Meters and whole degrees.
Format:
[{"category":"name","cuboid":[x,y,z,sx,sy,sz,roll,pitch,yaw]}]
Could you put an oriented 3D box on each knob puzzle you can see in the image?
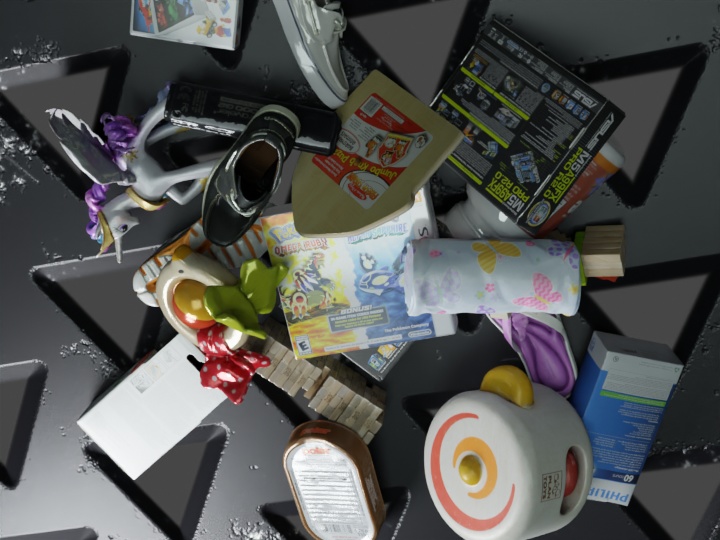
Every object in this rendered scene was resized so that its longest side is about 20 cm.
[{"category":"knob puzzle","cuboid":[0.003,-0.111,1.352,0.219,0.221,0.030,-29,139,16]}]

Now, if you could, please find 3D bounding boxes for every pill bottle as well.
[{"category":"pill bottle","cuboid":[0.194,-0.099,1.372,0.112,0.112,0.200,43,109,-8]}]

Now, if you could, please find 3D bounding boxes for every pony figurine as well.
[{"category":"pony figurine","cuboid":[-0.270,-0.131,1.415,0.199,0.167,0.194,-33,106,0]}]

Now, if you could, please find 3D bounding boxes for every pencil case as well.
[{"category":"pencil case","cuboid":[0.144,0.010,1.331,0.198,0.083,0.091,-1,134,-1]}]

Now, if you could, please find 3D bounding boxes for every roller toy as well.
[{"category":"roller toy","cuboid":[0.172,0.228,1.435,0.200,0.139,0.183,-49,58,38]}]

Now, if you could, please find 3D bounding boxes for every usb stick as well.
[{"category":"usb stick","cuboid":[-0.120,-0.171,1.361,0.199,0.033,0.056,11,70,-3]}]

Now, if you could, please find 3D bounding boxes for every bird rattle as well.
[{"category":"bird rattle","cuboid":[-0.166,0.049,1.413,0.163,0.113,0.200,36,145,7]}]

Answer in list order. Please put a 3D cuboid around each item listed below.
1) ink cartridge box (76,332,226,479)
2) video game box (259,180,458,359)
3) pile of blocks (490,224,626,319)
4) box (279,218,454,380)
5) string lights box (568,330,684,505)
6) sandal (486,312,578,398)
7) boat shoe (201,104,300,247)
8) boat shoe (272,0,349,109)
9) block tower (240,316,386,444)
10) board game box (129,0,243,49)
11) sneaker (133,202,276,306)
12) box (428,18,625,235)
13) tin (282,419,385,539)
[{"category":"ink cartridge box","cuboid":[-0.258,0.167,1.559,0.200,0.050,0.109,-40,99,17]},{"category":"video game box","cuboid":[0.000,0.000,1.405,0.199,0.047,0.183,-10,105,11]},{"category":"pile of blocks","cuboid":[0.223,0.005,1.425,0.199,0.082,0.062,-16,124,2]},{"category":"box","cuboid":[0.022,0.011,1.461,0.160,0.044,0.200,37,110,-6]},{"category":"string lights box","cuboid":[0.305,0.182,1.471,0.102,0.059,0.201,12,111,-13]},{"category":"sandal","cuboid":[0.208,0.073,1.462,0.082,0.050,0.203,-30,102,16]},{"category":"boat shoe","cuboid":[-0.132,-0.094,1.351,0.071,0.068,0.200,23,130,-14]},{"category":"boat shoe","cuboid":[-0.048,-0.284,1.366,0.065,0.072,0.201,-20,97,18]},{"category":"block tower","cuboid":[-0.057,0.135,1.518,0.199,0.058,0.054,33,110,-6]},{"category":"board game box","cuboid":[-0.192,-0.361,1.373,0.125,0.035,0.201,9,110,4]},{"category":"sneaker","cuboid":[-0.186,-0.032,1.468,0.199,0.077,0.079,-27,105,9]},{"category":"box","cuboid":[0.166,-0.159,1.312,0.044,0.200,0.161,23,107,-48]},{"category":"tin","cuboid":[-0.033,0.279,1.546,0.111,0.042,0.201,-5,122,18]}]
